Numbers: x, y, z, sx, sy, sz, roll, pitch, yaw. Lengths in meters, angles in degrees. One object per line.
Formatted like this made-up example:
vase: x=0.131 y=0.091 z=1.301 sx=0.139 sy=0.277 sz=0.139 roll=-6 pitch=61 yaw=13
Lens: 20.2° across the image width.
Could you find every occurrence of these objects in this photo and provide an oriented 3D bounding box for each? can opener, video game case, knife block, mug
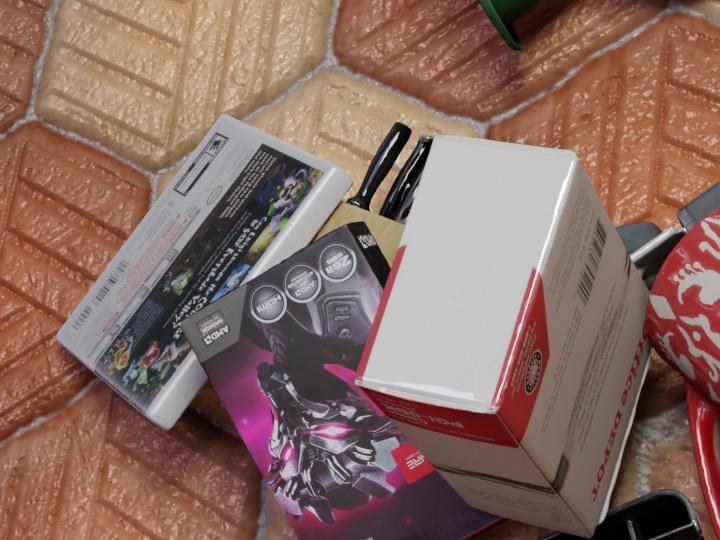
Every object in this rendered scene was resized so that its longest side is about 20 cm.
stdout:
can opener: x=0.205 y=-0.037 z=1.211 sx=0.200 sy=0.053 sz=0.067 roll=-37 pitch=54 yaw=7
video game case: x=-0.108 y=-0.004 z=1.350 sx=0.200 sy=0.023 sz=0.182 roll=-53 pitch=31 yaw=-5
knife block: x=0.000 y=0.000 z=1.300 sx=0.200 sy=0.064 sz=0.176 roll=-24 pitch=56 yaw=17
mug: x=0.241 y=0.068 z=1.086 sx=0.177 sy=0.133 sz=0.200 roll=-39 pitch=49 yaw=-9

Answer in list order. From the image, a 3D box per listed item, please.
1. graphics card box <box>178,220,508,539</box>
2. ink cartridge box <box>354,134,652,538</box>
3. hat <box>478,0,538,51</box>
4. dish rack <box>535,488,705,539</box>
graphics card box: x=-0.005 y=0.085 z=1.208 sx=0.125 sy=0.051 sz=0.200 roll=-30 pitch=85 yaw=15
ink cartridge box: x=0.084 y=0.040 z=1.083 sx=0.083 sy=0.200 sz=0.147 roll=10 pitch=69 yaw=25
hat: x=0.140 y=-0.247 z=1.298 sx=0.176 sy=0.200 sz=0.166 roll=-27 pitch=35 yaw=11
dish rack: x=0.140 y=0.234 z=1.098 sx=0.153 sy=0.055 sz=0.200 roll=-26 pitch=49 yaw=16
